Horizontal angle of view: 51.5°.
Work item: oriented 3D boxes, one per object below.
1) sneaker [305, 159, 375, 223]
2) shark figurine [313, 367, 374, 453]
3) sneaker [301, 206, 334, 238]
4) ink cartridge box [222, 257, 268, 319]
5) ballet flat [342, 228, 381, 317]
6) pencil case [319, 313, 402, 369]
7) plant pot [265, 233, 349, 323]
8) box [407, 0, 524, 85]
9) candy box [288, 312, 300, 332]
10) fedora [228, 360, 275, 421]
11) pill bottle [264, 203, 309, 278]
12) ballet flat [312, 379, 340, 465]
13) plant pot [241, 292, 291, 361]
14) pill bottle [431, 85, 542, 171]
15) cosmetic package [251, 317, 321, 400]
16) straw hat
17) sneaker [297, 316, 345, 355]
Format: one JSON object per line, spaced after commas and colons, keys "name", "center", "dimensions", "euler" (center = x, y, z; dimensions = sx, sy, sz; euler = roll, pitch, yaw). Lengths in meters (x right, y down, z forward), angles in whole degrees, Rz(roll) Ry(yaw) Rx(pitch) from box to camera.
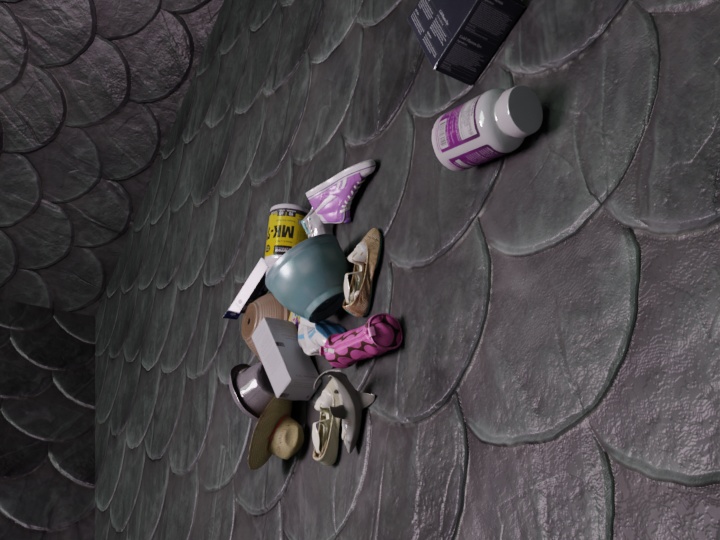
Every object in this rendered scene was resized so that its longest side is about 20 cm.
{"name": "sneaker", "center": [-0.027, -0.182, 1.789], "dimensions": [0.198, 0.072, 0.116], "euler": [-27, 92, 31]}
{"name": "shark figurine", "center": [-0.018, 0.256, 1.545], "dimensions": [0.088, 0.217, 0.129], "euler": [-6, 33, 20]}
{"name": "sneaker", "center": [-0.111, -0.095, 1.860], "dimensions": [0.075, 0.087, 0.204], "euler": [-9, 70, 56]}
{"name": "ink cartridge box", "center": [-0.296, 0.061, 2.061], "dimensions": [0.039, 0.099, 0.202], "euler": [36, 96, 16]}
{"name": "ballet flat", "center": [0.000, 0.000, 1.651], "dimensions": [0.070, 0.064, 0.204], "euler": [-8, 71, 58]}
{"name": "pencil case", "center": [-0.001, 0.150, 1.563], "dimensions": [0.199, 0.092, 0.093], "euler": [-32, 51, 50]}
{"name": "plant pot", "center": [-0.103, 0.033, 1.717], "dimensions": [0.135, 0.198, 0.201], "euler": [55, 129, 20]}
{"name": "box", "center": [0.203, -0.507, 1.474], "dimensions": [0.183, 0.103, 0.202], "euler": [-55, 36, 35]}
{"name": "candy box", "center": [-0.159, 0.154, 1.901], "dimensions": [0.102, 0.026, 0.204], "euler": [19, 94, 61]}
{"name": "fedora", "center": [-0.231, 0.281, 1.830], "dimensions": [0.090, 0.199, 0.178], "euler": [-42, 77, 19]}
{"name": "pill bottle", "center": [-0.193, -0.063, 1.962], "dimensions": [0.114, 0.113, 0.204], "euler": [-20, 61, 55]}
{"name": "ballet flat", "center": [-0.073, 0.324, 1.643], "dimensions": [0.069, 0.068, 0.204], "euler": [-20, 61, 55]}
{"name": "plant pot", "center": [-0.262, 0.145, 2.018], "dimensions": [0.200, 0.091, 0.205], "euler": [-34, 49, 50]}
{"name": "pill bottle", "center": [0.224, -0.254, 1.324], "dimensions": [0.199, 0.111, 0.115], "euler": [-14, 65, 57]}
{"name": "cosmetic package", "center": [-0.180, 0.213, 1.805], "dimensions": [0.074, 0.101, 0.201], "euler": [-53, 48, 24]}
{"name": "straw hat", "center": [-0.180, 0.396, 1.768], "dimensions": [0.084, 0.200, 0.205], "euler": [22, 99, 20]}
{"name": "sneaker", "center": [-0.091, 0.162, 1.743], "dimensions": [0.199, 0.075, 0.083], "euler": [-163, 80, -67]}
